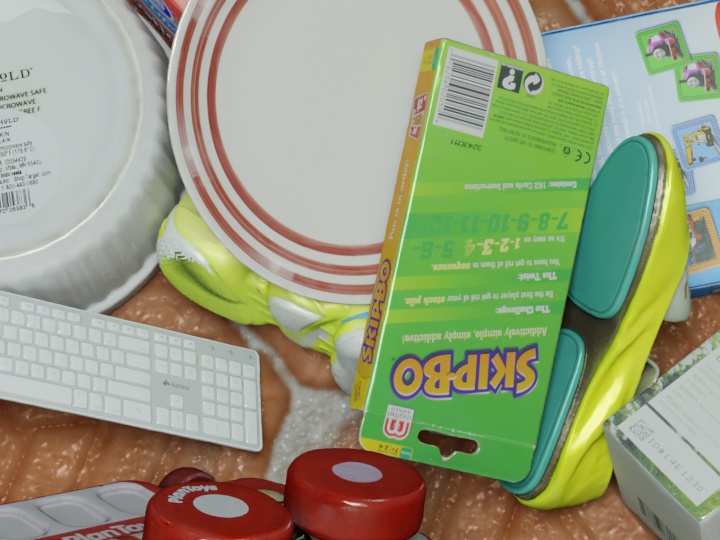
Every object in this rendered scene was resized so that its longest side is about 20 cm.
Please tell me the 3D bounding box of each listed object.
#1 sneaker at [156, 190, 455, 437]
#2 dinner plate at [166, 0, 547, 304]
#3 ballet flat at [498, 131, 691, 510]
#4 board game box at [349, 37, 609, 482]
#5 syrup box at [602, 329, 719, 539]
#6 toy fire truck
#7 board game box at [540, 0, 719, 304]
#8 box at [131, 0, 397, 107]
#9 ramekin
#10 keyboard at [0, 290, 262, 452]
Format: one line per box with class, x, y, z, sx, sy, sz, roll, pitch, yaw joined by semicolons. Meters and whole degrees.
sneaker;0.000;0.000;1.113;0.199;0.076;0.106;31;67;-6
dinner plate;-0.001;-0.084;1.065;0.198;0.024;0.202;-3;97;-21
ballet flat;0.128;0.029;1.090;0.067;0.067;0.202;12;105;-29
board game box;0.057;-0.003;1.063;0.095;0.030;0.202;14;84;-21
syrup box;0.224;0.060;1.082;0.199;0.082;0.079;-36;52;-11
toy fire truck;-0.070;0.135;1.025;0.167;0.199;0.113;24;114;42
board game box;0.145;-0.057;1.144;0.198;0.037;0.153;-11;80;-4
box;-0.077;-0.171;1.134;0.095;0.100;0.200;-41;82;-8
ramekin;-0.183;-0.071;1.110;0.198;0.105;0.202;0;78;-1
keyboard;-0.133;0.047;1.072;0.199;0.011;0.057;15;53;-33
